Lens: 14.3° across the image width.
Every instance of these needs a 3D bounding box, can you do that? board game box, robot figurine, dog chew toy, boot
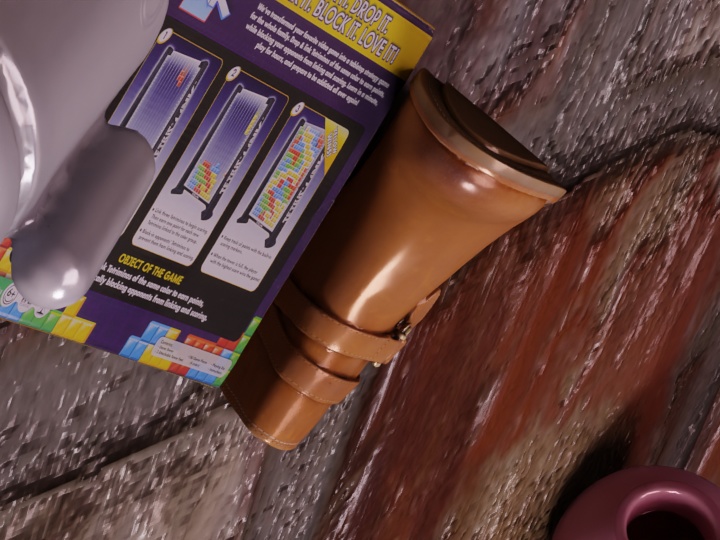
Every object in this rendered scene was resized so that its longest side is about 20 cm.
[{"bbox_3d":[-0.071,-0.053,1.026,0.166,0.057,0.200,-59,155,2],"label":"board game box"},{"bbox_3d":[-0.127,-0.067,0.807,0.113,0.170,0.200,-35,-163,41],"label":"robot figurine"},{"bbox_3d":[0.162,0.200,1.670,0.124,0.124,0.200,-40,159,-29],"label":"dog chew toy"},{"bbox_3d":[0.000,0.000,1.145,0.155,0.077,0.200,-50,-172,-1],"label":"boot"}]
